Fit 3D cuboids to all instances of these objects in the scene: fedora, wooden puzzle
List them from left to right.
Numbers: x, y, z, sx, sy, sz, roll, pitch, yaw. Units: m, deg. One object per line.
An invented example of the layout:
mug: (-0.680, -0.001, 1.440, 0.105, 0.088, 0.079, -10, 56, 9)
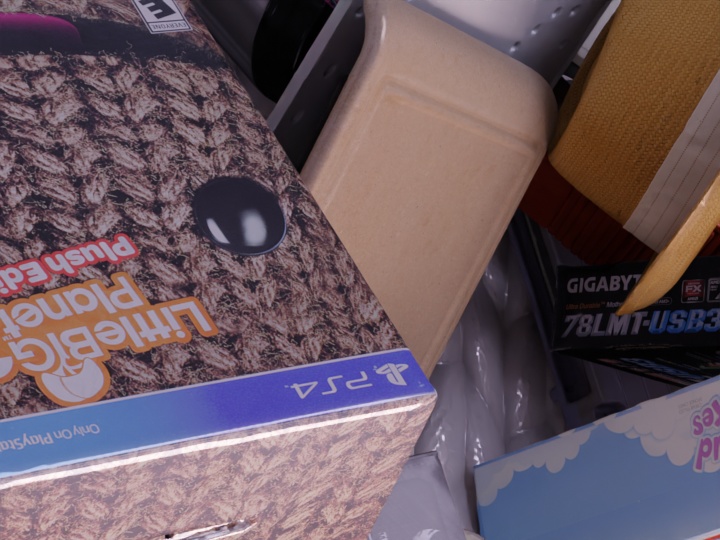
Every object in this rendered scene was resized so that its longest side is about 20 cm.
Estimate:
wooden puzzle: (0.000, 0.000, 0.876, 0.185, 0.037, 0.200, 13, 100, -66)
fedora: (0.135, -0.079, 0.953, 0.082, 0.201, 0.201, 31, 39, 3)

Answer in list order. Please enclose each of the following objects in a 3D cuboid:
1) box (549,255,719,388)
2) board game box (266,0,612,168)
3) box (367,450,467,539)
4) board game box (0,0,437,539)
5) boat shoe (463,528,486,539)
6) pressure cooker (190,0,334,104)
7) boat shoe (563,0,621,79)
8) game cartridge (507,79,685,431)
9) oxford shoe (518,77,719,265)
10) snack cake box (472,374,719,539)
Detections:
box: (0.226, 0.033, 1.058, 0.200, 0.198, 0.050, 17, 77, -44)
board game box: (0.011, -0.062, 0.920, 0.026, 0.200, 0.200, 46, 31, 21)
box: (-0.018, 0.172, 0.749, 0.158, 0.048, 0.200, -10, 75, -33)
board game box: (-0.100, 0.009, 0.717, 0.159, 0.097, 0.200, -9, 51, -32)
boat shoe: (-0.025, 0.135, 0.856, 0.200, 0.074, 0.073, 4, 74, -40)
pressure cooker: (-0.023, -0.186, 0.946, 0.200, 0.179, 0.176, 48, 36, 18)
boat shoe: (0.121, -0.110, 1.123, 0.200, 0.062, 0.073, -6, 77, -60)
game cartridge: (0.124, -0.002, 1.150, 0.130, 0.038, 0.200, 6, 63, -54)
oxford shoe: (0.107, -0.056, 1.077, 0.200, 0.071, 0.073, 26, 54, -10)
snack cake box: (0.161, 0.097, 0.986, 0.115, 0.200, 0.067, 20, 56, -44)
